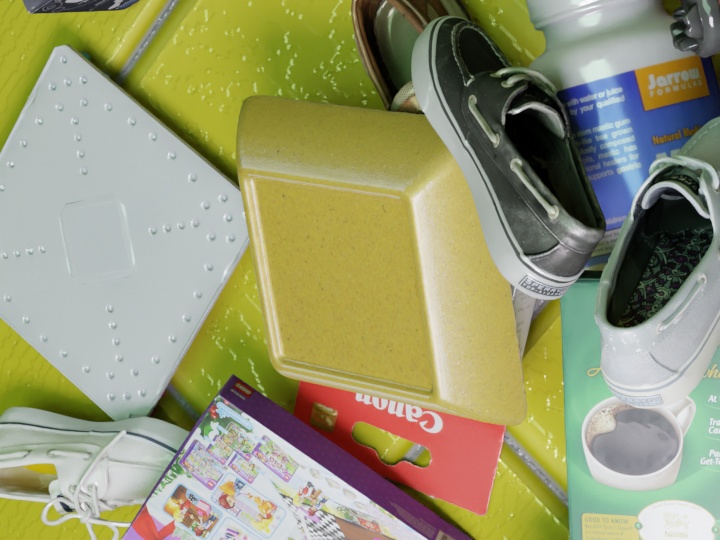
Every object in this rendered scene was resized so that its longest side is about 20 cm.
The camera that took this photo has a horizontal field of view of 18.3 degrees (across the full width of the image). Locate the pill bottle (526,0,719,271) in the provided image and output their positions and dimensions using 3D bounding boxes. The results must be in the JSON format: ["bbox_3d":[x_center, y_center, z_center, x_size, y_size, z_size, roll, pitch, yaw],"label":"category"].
[{"bbox_3d":[0.161,-0.083,1.317,0.112,0.112,0.201,-14,92,30],"label":"pill bottle"}]

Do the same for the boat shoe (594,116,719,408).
[{"bbox_3d":[0.176,-0.022,1.189,0.070,0.201,0.072,7,141,27],"label":"boat shoe"}]

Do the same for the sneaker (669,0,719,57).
[{"bbox_3d":[0.215,-0.174,1.234,0.097,0.201,0.071,-7,112,15],"label":"sneaker"}]

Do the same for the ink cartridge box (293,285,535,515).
[{"bbox_3d":[0.026,0.046,1.453,0.160,0.050,0.201,20,105,26],"label":"ink cartridge box"}]

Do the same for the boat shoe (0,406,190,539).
[{"bbox_3d":[-0.191,0.148,1.555,0.201,0.086,0.075,7,137,28],"label":"boat shoe"}]

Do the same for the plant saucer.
[{"bbox_3d":[0.000,0.000,1.385,0.199,0.048,0.201,10,119,40],"label":"plant saucer"}]

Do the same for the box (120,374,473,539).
[{"bbox_3d":[-0.042,0.180,1.482,0.200,0.039,0.137,35,114,-1],"label":"box"}]

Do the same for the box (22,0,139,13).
[{"bbox_3d":[-0.182,-0.287,1.477,0.132,0.115,0.201,-27,85,30],"label":"box"}]

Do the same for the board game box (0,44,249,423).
[{"bbox_3d":[-0.179,-0.023,1.570,0.200,0.026,0.200,40,114,18],"label":"board game box"}]

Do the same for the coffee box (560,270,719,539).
[{"bbox_3d":[0.177,0.100,1.252,0.122,0.044,0.201,-1,98,23],"label":"coffee box"}]

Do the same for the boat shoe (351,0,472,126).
[{"bbox_3d":[0.048,-0.096,1.373,0.076,0.074,0.200,-46,59,30],"label":"boat shoe"}]

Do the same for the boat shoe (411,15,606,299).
[{"bbox_3d":[0.089,-0.079,1.259,0.064,0.070,0.201,-55,45,38],"label":"boat shoe"}]
